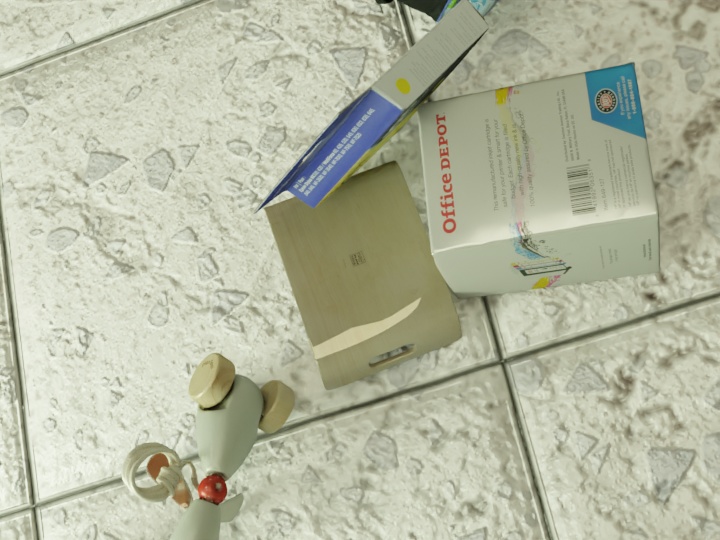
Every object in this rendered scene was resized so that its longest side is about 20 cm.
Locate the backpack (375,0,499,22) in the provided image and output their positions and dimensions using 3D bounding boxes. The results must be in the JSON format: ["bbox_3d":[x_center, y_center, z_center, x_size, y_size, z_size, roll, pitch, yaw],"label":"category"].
[{"bbox_3d":[0.114,-0.364,1.159,0.145,0.183,0.202,25,75,-2],"label":"backpack"}]

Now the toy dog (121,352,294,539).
[{"bbox_3d":[-0.144,0.174,1.087,0.132,0.096,0.200,49,54,-13],"label":"toy dog"}]

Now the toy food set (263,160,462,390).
[{"bbox_3d":[0.000,0.000,1.136,0.141,0.061,0.203,-19,69,-4],"label":"toy food set"}]

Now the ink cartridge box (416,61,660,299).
[{"bbox_3d":[0.164,-0.074,1.060,0.196,0.145,0.150,-8,69,13],"label":"ink cartridge box"}]

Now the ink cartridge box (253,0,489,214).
[{"bbox_3d":[0.010,-0.134,1.062,0.047,0.197,0.200,44,56,-4],"label":"ink cartridge box"}]
